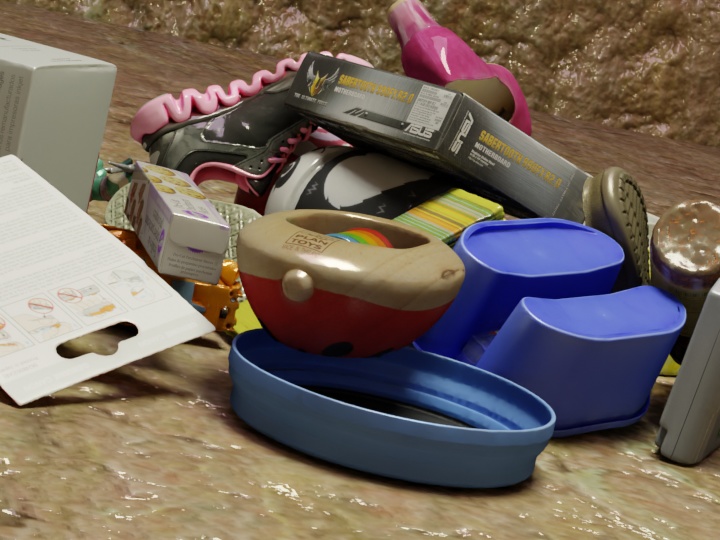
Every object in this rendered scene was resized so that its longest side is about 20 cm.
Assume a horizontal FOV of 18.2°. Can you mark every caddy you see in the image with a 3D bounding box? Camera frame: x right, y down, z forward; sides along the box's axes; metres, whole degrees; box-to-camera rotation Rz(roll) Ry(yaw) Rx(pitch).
[{"bbox_3d":[0.122,0.045,1.507,0.199,0.105,0.141,-4,41,-45],"label":"caddy"}]

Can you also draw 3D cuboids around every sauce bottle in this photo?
[{"bbox_3d":[0.237,0.017,1.608,0.065,0.066,0.200,15,-22,12],"label":"sauce bottle"}]

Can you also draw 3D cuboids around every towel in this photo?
[{"bbox_3d":[0.000,0.000,1.533,0.199,0.018,0.086,-29,20,-14],"label":"towel"}]

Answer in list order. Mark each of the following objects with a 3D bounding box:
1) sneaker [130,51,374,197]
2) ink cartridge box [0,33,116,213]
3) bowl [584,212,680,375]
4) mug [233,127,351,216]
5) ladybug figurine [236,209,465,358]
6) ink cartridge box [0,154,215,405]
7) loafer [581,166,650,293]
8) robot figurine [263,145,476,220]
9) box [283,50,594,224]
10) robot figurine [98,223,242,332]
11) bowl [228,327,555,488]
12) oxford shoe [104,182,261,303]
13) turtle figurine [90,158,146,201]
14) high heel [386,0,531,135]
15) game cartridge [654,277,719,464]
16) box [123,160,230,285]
[{"bbox_3d":[-0.075,-0.105,1.759,0.198,0.096,0.079,-18,-16,-6],"label":"sneaker"},{"bbox_3d":[-0.306,-0.104,1.644,0.198,0.147,0.145,15,10,17],"label":"ink cartridge box"},{"bbox_3d":[0.195,0.004,1.814,0.198,0.109,0.200,13,10,-2],"label":"bowl"},{"bbox_3d":[-0.002,-0.038,1.845,0.198,0.179,0.134,17,-28,1],"label":"mug"},{"bbox_3d":[-0.010,0.009,1.386,0.135,0.073,0.200,16,10,20],"label":"ladybug figurine"},{"bbox_3d":[-0.210,0.015,1.344,0.200,0.048,0.160,38,37,27],"label":"ink cartridge box"},{"bbox_3d":[0.177,0.010,1.634,0.067,0.201,0.076,-2,42,13],"label":"loafer"},{"bbox_3d":[0.017,-0.022,1.668,0.199,0.125,0.150,23,-10,42],"label":"robot figurine"},{"bbox_3d":[0.059,-0.095,1.677,0.158,0.049,0.199,28,-3,-37],"label":"box"},{"bbox_3d":[-0.183,-0.004,1.502,0.198,0.059,0.145,11,9,-15],"label":"robot figurine"},{"bbox_3d":[0.015,0.081,1.345,0.199,0.040,0.201,13,10,-2],"label":"bowl"},{"bbox_3d":[-0.108,-0.011,1.641,0.199,0.075,0.058,24,-21,42],"label":"oxford shoe"},{"bbox_3d":[-0.250,-0.094,1.784,0.150,0.101,0.200,47,-6,-5],"label":"turtle figurine"},{"bbox_3d":[0.091,-0.127,1.723,0.200,0.067,0.096,50,9,-49],"label":"high heel"},{"bbox_3d":[0.256,0.053,1.540,0.040,0.134,0.200,19,12,17],"label":"game cartridge"},{"bbox_3d":[-0.121,-0.033,1.461,0.041,0.039,0.200,12,9,-14],"label":"box"}]
